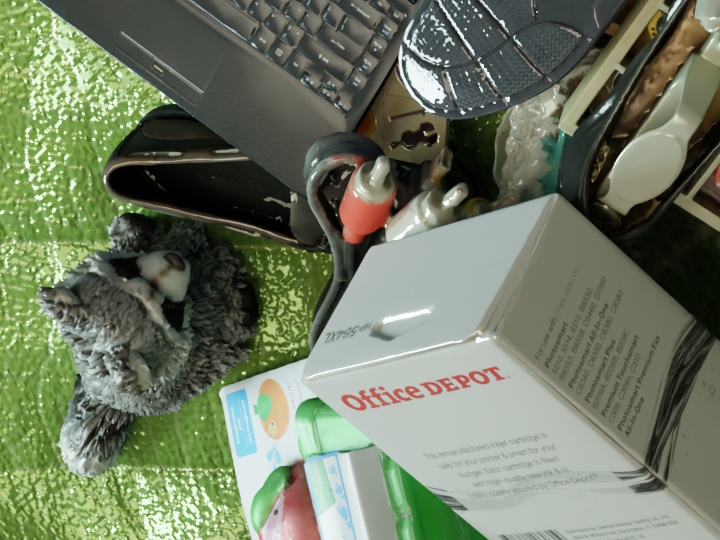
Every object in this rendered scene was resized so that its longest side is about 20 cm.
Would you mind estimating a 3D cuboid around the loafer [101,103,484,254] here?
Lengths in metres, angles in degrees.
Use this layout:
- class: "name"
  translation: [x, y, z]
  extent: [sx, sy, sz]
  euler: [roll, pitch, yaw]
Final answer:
- class: "loafer"
  translation: [-0.038, -0.037, 1.217]
  extent: [0.199, 0.063, 0.072]
  euler: [10, 116, 23]

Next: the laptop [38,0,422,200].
- class: "laptop"
  translation: [-0.062, -0.148, 1.107]
  extent: [0.177, 0.103, 0.201]
  euler: [37, 116, 9]

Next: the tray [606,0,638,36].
- class: "tray"
  translation: [0.115, -0.166, 1.103]
  extent: [0.199, 0.037, 0.099]
  euler: [26, 120, 14]

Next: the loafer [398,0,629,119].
- class: "loafer"
  translation: [0.098, -0.136, 1.069]
  extent: [0.200, 0.063, 0.072]
  euler: [-41, 83, 39]

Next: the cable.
- class: "cable"
  translation: [0.000, 0.000, 1.174]
  extent: [0.096, 0.051, 0.200]
  euler: [17, 140, -12]

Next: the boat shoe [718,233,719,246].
- class: "boat shoe"
  translation: [0.235, 0.053, 1.058]
  extent: [0.070, 0.070, 0.201]
  euler: [-32, 97, 22]

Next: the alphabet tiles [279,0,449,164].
- class: "alphabet tiles"
  translation: [0.000, -0.151, 1.142]
  extent: [0.166, 0.008, 0.201]
  euler: [12, 116, 22]

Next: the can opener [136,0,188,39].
- class: "can opener"
  translation: [-0.144, -0.192, 1.222]
  extent: [0.200, 0.053, 0.067]
  euler: [44, 158, 6]

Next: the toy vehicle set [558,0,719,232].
- class: "toy vehicle set"
  translation: [0.205, -0.063, 1.070]
  extent: [0.199, 0.027, 0.125]
  euler: [32, 117, -5]

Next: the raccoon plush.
- class: "raccoon plush"
  translation: [-0.128, 0.063, 1.262]
  extent: [0.096, 0.134, 0.201]
  euler: [25, 120, 14]

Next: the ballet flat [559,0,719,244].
- class: "ballet flat"
  translation: [0.154, -0.086, 1.015]
  extent: [0.068, 0.069, 0.201]
  euler: [30, 117, -6]

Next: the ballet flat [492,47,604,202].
- class: "ballet flat"
  translation: [0.087, -0.023, 1.170]
  extent: [0.071, 0.072, 0.201]
  euler: [21, 117, 18]

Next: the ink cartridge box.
- class: "ink cartridge box"
  translation: [0.095, 0.066, 1.084]
  extent: [0.200, 0.085, 0.146]
  euler: [42, 149, -23]

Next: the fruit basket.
- class: "fruit basket"
  translation: [-0.009, 0.134, 1.223]
  extent: [0.199, 0.093, 0.187]
  euler: [-19, 82, 49]
